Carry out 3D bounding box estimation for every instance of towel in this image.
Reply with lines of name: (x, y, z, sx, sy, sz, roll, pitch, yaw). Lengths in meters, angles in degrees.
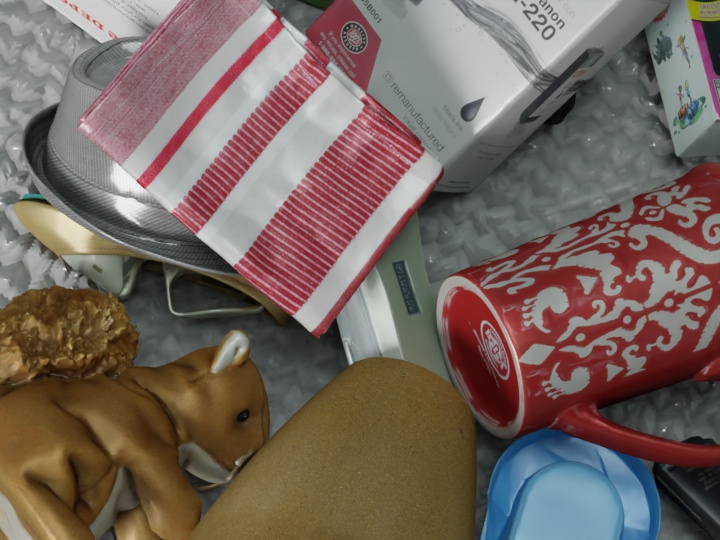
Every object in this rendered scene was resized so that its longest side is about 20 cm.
towel: (-0.058, -0.076, 1.384, 0.200, 0.023, 0.144, 42, 71, -10)

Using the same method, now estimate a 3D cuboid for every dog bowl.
dog bowl: (0.119, 0.197, 1.405, 0.111, 0.050, 0.201, 17, 68, 2)

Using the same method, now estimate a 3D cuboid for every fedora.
fedora: (-0.118, -0.088, 1.442, 0.199, 0.091, 0.177, 26, 35, 17)

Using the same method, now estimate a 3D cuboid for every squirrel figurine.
squirrel figurine: (-0.156, 0.084, 1.385, 0.186, 0.142, 0.200, -30, 75, -23)

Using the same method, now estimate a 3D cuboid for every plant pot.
plant pot: (-0.005, 0.158, 1.357, 0.185, 0.187, 0.201, 23, 52, 5)

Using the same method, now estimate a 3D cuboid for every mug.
mug: (0.169, 0.035, 1.404, 0.199, 0.134, 0.178, -18, 44, -22)

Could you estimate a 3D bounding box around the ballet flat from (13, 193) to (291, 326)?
ballet flat: (-0.133, -0.004, 1.460, 0.198, 0.069, 0.064, 10, 83, 1)

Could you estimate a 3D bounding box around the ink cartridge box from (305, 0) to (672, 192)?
ink cartridge box: (0.084, -0.169, 1.480, 0.200, 0.085, 0.146, -43, 73, 20)

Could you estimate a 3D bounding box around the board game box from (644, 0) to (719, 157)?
board game box: (0.274, -0.184, 1.558, 0.146, 0.064, 0.201, -4, 67, -20)

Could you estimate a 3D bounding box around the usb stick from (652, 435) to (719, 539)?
usb stick: (0.261, 0.177, 1.399, 0.055, 0.033, 0.200, -22, 49, -28)

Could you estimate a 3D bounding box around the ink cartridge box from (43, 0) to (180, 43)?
ink cartridge box: (-0.142, -0.225, 1.477, 0.145, 0.200, 0.084, 37, 67, 10)

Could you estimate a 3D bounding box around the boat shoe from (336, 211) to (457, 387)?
boat shoe: (0.001, 0.000, 1.453, 0.070, 0.071, 0.202, -6, 77, -48)

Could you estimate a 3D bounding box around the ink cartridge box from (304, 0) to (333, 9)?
ink cartridge box: (-0.070, -0.269, 1.500, 0.145, 0.200, 0.048, 22, 65, 4)

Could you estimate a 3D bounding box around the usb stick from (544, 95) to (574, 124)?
usb stick: (0.134, -0.196, 1.572, 0.055, 0.033, 0.201, 8, 67, 6)
